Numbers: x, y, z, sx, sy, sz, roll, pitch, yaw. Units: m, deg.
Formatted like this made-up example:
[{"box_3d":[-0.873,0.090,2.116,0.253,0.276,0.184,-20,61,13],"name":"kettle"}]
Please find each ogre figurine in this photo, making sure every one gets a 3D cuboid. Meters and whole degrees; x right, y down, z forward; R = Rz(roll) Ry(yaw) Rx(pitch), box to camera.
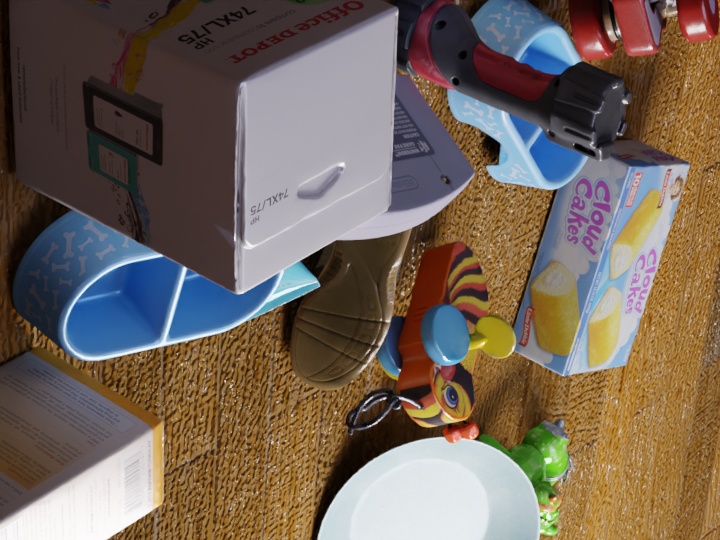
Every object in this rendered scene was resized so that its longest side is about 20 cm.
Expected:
[{"box_3d":[0.129,0.209,2.108,0.199,0.098,0.120,-21,148,-24],"name":"ogre figurine"}]

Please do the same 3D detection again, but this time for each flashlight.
[{"box_3d":[0.108,-0.152,1.729,0.068,0.199,0.068,-56,146,-14],"name":"flashlight"}]

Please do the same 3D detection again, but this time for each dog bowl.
[{"box_3d":[0.139,-0.140,1.906,0.112,0.049,0.200,-56,147,-13],"name":"dog bowl"},{"box_3d":[-0.135,0.003,1.579,0.199,0.050,0.112,-13,137,-35],"name":"dog bowl"}]

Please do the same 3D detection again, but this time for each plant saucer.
[{"box_3d":[0.054,0.223,1.999,0.199,0.039,0.202,-6,115,-13],"name":"plant saucer"}]

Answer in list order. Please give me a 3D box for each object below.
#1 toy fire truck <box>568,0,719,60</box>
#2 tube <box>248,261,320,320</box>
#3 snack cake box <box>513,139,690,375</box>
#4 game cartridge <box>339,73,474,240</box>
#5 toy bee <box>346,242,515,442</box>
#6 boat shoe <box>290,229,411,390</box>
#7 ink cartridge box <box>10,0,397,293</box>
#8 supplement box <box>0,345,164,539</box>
[{"box_3d":[0.218,-0.272,1.856,0.201,0.111,0.169,-71,146,-50],"name":"toy fire truck"},{"box_3d":[-0.095,-0.026,1.670,0.077,0.051,0.200,-21,144,7],"name":"tube"},{"box_3d":[0.215,-0.013,2.096,0.115,0.067,0.201,-5,116,-52],"name":"snack cake box"},{"box_3d":[-0.008,-0.086,1.678,0.199,0.134,0.042,-13,158,-50],"name":"game cartridge"},{"box_3d":[0.058,0.081,1.884,0.200,0.131,0.109,-51,120,-21],"name":"toy bee"},{"box_3d":[0.000,0.000,1.799,0.065,0.073,0.201,-72,-176,-62],"name":"boat shoe"},{"box_3d":[-0.097,-0.108,1.456,0.146,0.199,0.147,-30,134,-41],"name":"ink cartridge box"},{"box_3d":[-0.239,0.142,1.509,0.199,0.126,0.074,-30,136,-40],"name":"supplement box"}]
